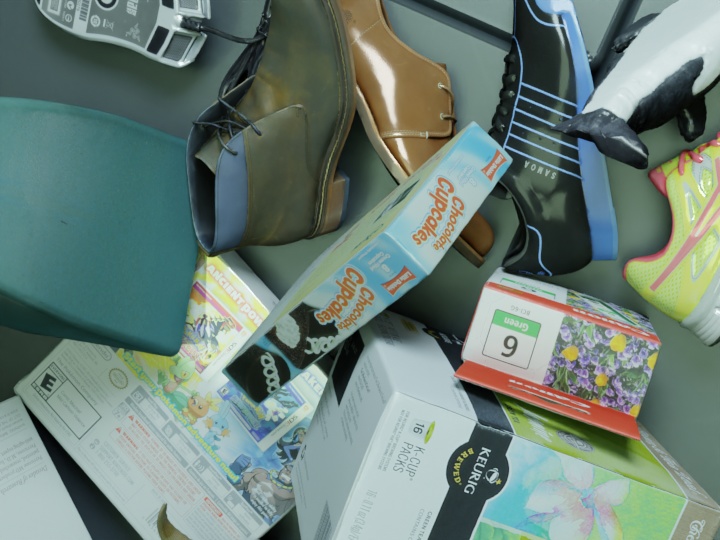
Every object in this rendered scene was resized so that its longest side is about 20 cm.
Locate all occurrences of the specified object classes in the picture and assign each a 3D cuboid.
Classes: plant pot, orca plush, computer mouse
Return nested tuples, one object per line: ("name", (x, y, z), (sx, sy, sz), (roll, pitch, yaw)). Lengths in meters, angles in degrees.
("plant pot", (-0.212, -0.038, 0.752), (0.140, 0.200, 0.143), (7, 82, 27))
("orca plush", (0.198, -0.107, 0.725), (0.105, 0.200, 0.071), (-12, 117, 38))
("computer mouse", (-0.133, -0.180, 0.824), (0.199, 0.044, 0.110), (24, 114, 15))

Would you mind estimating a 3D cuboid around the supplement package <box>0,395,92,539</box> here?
("supplement package", (-0.264, 0.212, 0.840), (0.116, 0.117, 0.201), (-28, 90, 35))

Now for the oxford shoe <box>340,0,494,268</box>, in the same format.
("oxford shoe", (0.039, -0.095, 0.795), (0.071, 0.071, 0.201), (-32, 89, 5))

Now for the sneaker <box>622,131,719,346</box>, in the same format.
("sneaker", (0.229, -0.059, 0.759), (0.090, 0.078, 0.201), (27, 96, 17))

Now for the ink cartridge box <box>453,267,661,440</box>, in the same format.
("ink cartridge box", (0.120, 0.043, 0.723), (0.108, 0.200, 0.051), (18, 97, 8))

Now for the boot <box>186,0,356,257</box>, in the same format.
("boot", (-0.060, -0.096, 0.757), (0.075, 0.096, 0.201), (40, 141, 44))

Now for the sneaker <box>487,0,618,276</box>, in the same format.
("sneaker", (0.111, -0.095, 0.779), (0.077, 0.070, 0.202), (-11, 94, 5))

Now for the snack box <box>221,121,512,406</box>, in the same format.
("snack box", (0.000, 0.000, 0.736), (0.037, 0.116, 0.200), (44, 139, -6))

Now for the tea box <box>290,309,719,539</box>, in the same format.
("tea box", (0.073, 0.131, 0.719), (0.195, 0.200, 0.135), (20, 99, -8))

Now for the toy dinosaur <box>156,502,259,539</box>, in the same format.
("toy dinosaur", (-0.100, 0.221, 0.826), (0.101, 0.058, 0.200), (-49, 125, -4))

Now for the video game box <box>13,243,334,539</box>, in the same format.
("video game box", (-0.114, 0.093, 0.853), (0.182, 0.047, 0.200), (-43, 87, 14))
